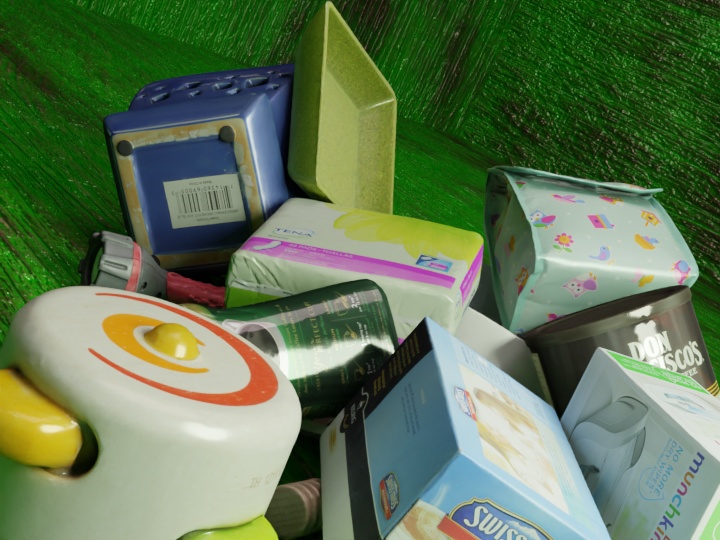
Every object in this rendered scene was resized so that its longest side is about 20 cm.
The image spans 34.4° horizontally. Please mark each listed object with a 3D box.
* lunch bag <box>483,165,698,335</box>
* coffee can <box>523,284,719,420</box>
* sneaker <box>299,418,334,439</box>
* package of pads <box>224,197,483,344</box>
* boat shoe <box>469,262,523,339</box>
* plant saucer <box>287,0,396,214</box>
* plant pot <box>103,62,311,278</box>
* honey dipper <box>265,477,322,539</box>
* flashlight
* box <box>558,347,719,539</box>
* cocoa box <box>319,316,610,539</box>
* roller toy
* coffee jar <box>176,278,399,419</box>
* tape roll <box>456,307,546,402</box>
[{"bbox_3d":[0.215,-0.031,1.146,0.170,0.122,0.200,7,39,-11],"label":"lunch bag"},{"bbox_3d":[0.239,0.129,0.995,0.146,0.201,0.146,-18,0,0],"label":"coffee can"},{"bbox_3d":[0.015,0.105,0.959,0.199,0.082,0.070,12,6,12],"label":"sneaker"},{"bbox_3d":[0.000,0.000,1.020,0.199,0.068,0.155,12,25,12],"label":"package of pads"},{"bbox_3d":[0.172,0.062,1.202,0.201,0.075,0.086,26,-16,0],"label":"boat shoe"},{"bbox_3d":[-0.021,-0.135,1.182,0.048,0.201,0.200,-5,-23,21],"label":"plant saucer"},{"bbox_3d":[-0.140,-0.095,1.185,0.199,0.201,0.180,-6,15,14],"label":"plant pot"},{"bbox_3d":[-0.002,0.168,0.877,0.038,0.038,0.200,31,14,27],"label":"honey dipper"},{"bbox_3d":[-0.162,0.018,1.095,0.199,0.068,0.068,16,15,-28],"label":"flashlight"},{"bbox_3d":[0.196,0.187,0.800,0.096,0.201,0.177,18,16,-22],"label":"box"},{"bbox_3d":[0.062,0.148,0.774,0.133,0.131,0.200,36,15,-15],"label":"cocoa box"},{"bbox_3d":[-0.137,0.095,0.700,0.199,0.140,0.183,20,14,-16],"label":"roller toy"},{"bbox_3d":[-0.073,0.069,0.871,0.199,0.105,0.085,-7,-13,-26],"label":"coffee jar"},{"bbox_3d":[0.116,0.095,1.138,0.202,0.071,0.202,32,-6,3],"label":"tape roll"}]
